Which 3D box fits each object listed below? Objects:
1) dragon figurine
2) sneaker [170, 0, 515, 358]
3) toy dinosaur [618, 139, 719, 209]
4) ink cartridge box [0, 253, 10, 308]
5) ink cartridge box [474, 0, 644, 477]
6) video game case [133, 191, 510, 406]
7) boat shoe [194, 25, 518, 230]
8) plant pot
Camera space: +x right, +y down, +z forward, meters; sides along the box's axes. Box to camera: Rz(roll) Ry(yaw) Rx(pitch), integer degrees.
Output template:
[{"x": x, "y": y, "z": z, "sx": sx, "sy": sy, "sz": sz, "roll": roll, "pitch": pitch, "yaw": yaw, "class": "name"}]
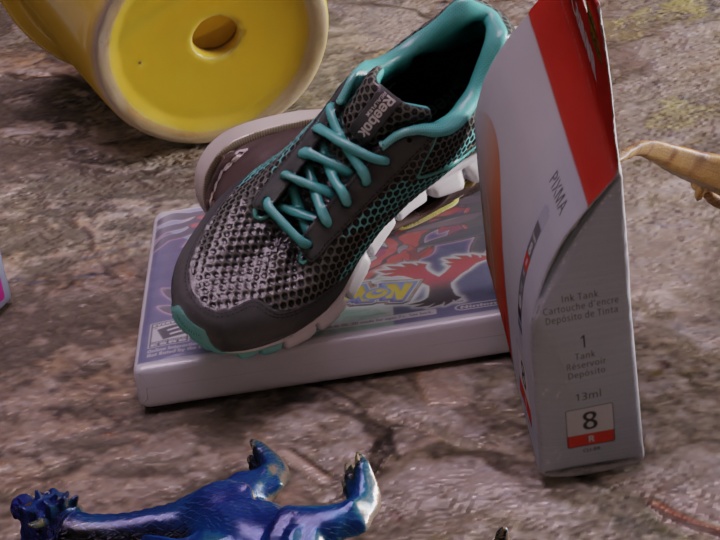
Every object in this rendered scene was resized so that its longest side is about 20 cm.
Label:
[{"x": -0.039, "y": 0.108, "z": 0.976, "sx": 0.199, "sy": 0.059, "sz": 0.099, "roll": 13, "pitch": 32, "yaw": 44, "class": "dragon figurine"}, {"x": -0.005, "y": -0.047, "z": 1.170, "sx": 0.077, "sy": 0.091, "sz": 0.200, "roll": 40, "pitch": 68, "yaw": 17, "class": "sneaker"}, {"x": 0.169, "y": -0.034, "z": 1.136, "sx": 0.199, "sy": 0.061, "sz": 0.106, "roll": 12, "pitch": -18, "yaw": -20, "class": "toy dinosaur"}, {"x": -0.256, "y": 0.039, "z": 1.257, "sx": 0.119, "sy": 0.042, "sz": 0.200, "roll": -1, "pitch": 26, "yaw": 23, "class": "ink cartridge box"}, {"x": 0.070, "y": -0.046, "z": 1.077, "sx": 0.050, "sy": 0.201, "sz": 0.163, "roll": -11, "pitch": 32, "yaw": 1, "class": "ink cartridge box"}, {"x": 0.000, "y": 0.000, "z": 1.258, "sx": 0.199, "sy": 0.023, "sz": 0.182, "roll": -9, "pitch": 23, "yaw": 3, "class": "video game case"}, {"x": 0.025, "y": -0.055, "z": 1.263, "sx": 0.199, "sy": 0.072, "sz": 0.060, "roll": -18, "pitch": 30, "yaw": -10, "class": "boat shoe"}, {"x": -0.101, "y": -0.172, "z": 1.510, "sx": 0.200, "sy": 0.202, "sz": 0.189, "roll": -14, "pitch": 39, "yaw": -10, "class": "plant pot"}]
